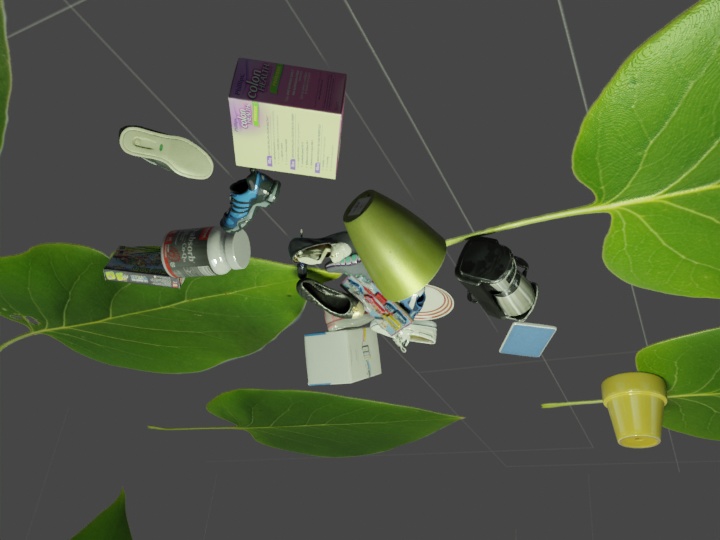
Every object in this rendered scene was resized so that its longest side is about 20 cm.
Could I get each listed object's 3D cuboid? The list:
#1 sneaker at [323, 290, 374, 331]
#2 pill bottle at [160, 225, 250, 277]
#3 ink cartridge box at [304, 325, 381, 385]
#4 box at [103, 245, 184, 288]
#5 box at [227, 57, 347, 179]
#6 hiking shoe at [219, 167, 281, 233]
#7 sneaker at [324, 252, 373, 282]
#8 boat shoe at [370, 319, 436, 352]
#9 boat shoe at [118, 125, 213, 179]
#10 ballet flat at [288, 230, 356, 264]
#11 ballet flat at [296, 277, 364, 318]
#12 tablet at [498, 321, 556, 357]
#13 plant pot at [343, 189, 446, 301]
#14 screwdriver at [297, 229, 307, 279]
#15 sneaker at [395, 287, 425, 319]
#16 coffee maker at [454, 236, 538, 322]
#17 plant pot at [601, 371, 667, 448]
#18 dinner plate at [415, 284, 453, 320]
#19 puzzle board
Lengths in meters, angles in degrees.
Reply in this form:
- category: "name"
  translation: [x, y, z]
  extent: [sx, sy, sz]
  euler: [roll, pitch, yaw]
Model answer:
- category: "sneaker"
  translation: [-0.032, 0.103, 1.836]
  extent: [0.075, 0.107, 0.198]
  euler: [-32, 163, 35]
- category: "pill bottle"
  translation: [-0.373, -0.046, 1.600]
  extent: [0.194, 0.119, 0.117]
  euler: [-4, 148, 17]
- category: "ink cartridge box"
  translation: [-0.049, 0.244, 1.915]
  extent: [0.144, 0.149, 0.199]
  euler: [-9, 175, 26]
- category: "box"
  translation: [-0.544, -0.010, 1.698]
  extent: [0.194, 0.111, 0.035]
  euler: [6, 126, 1]
- category: "box"
  translation: [-0.129, -0.271, 1.195]
  extent: [0.194, 0.099, 0.177]
  euler: [7, 150, -2]
- category: "hiking shoe"
  translation: [-0.258, -0.158, 1.448]
  extent: [0.086, 0.076, 0.198]
  euler: [35, 130, -28]
- category: "sneaker"
  translation: [0.000, 0.000, 1.607]
  extent: [0.196, 0.090, 0.074]
  euler: [-13, -178, 31]
- category: "boat shoe"
  translation: [0.124, 0.190, 1.903]
  extent: [0.196, 0.089, 0.075]
  euler: [6, 156, -8]
- category: "boat shoe"
  translation: [-0.394, -0.244, 1.345]
  extent: [0.196, 0.074, 0.067]
  euler: [19, -175, -32]
- category: "ballet flat"
  translation: [-0.080, -0.047, 1.572]
  extent: [0.194, 0.075, 0.074]
  euler: [-5, 148, 11]
- category: "ballet flat"
  translation: [-0.079, 0.078, 1.724]
  extent: [0.196, 0.068, 0.057]
  euler: [23, 174, -11]
- category: "tablet"
  translation: [0.488, 0.204, 1.938]
  extent: [0.126, 0.014, 0.202]
  euler: [6, 148, 2]
- category: "plant pot"
  translation: [0.057, -0.070, 1.433]
  extent: [0.185, 0.190, 0.200]
  euler: [-22, 124, 40]
- category: "screwdriver"
  translation: [-0.149, -0.037, 1.655]
  extent: [0.027, 0.030, 0.202]
  euler: [21, 151, 10]
- category: "sneaker"
  translation: [0.131, 0.090, 1.721]
  extent: [0.080, 0.076, 0.202]
  euler: [1, 149, 6]
- category: "coffee maker"
  translation: [0.301, 0.025, 1.561]
  extent: [0.188, 0.138, 0.200]
  euler: [-12, 144, 30]
- category: "plant pot"
  translation: [0.874, 0.449, 2.092]
  extent: [0.194, 0.193, 0.203]
  euler: [5, 149, 3]
- category: "dinner plate"
  translation: [0.156, 0.079, 1.790]
  extent: [0.194, 0.025, 0.202]
  euler: [5, 150, 3]
- category: "puzzle board"
  translation: [0.037, 0.086, 1.718]
  extent: [0.200, 0.017, 0.151]
  euler: [45, 152, -1]
